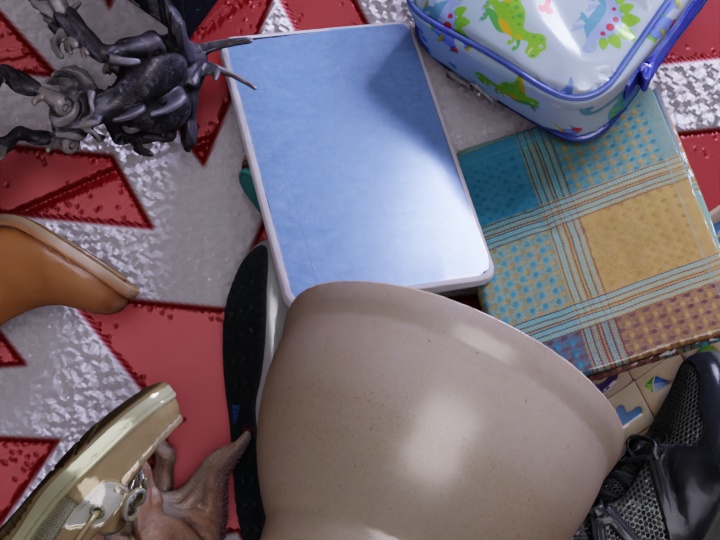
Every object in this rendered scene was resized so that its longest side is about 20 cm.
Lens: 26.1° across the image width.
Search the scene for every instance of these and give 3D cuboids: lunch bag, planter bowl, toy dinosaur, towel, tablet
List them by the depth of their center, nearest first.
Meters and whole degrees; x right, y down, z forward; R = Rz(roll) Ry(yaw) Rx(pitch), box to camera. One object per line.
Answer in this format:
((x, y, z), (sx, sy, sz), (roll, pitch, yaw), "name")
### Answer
((0.025, 0.116, 0.838), (0.200, 0.200, 0.135), (28, 66, -2), "planter bowl")
((0.136, -0.018, 0.930), (0.146, 0.022, 0.200), (-19, 48, 8), "towel")
((-0.135, 0.180, 0.931), (0.200, 0.086, 0.136), (-33, 89, -11), "toy dinosaur")
((-0.005, -0.069, 0.950), (0.130, 0.014, 0.200), (-8, 61, -15), "tablet")
((0.137, -0.189, 0.969), (0.161, 0.082, 0.200), (32, 80, 18), "lunch bag")

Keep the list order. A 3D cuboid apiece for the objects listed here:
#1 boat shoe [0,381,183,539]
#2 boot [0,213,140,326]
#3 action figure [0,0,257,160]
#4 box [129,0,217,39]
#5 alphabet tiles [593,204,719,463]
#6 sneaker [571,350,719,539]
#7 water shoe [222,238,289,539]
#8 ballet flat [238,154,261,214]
((-0.161, 0.148, 0.854), (0.063, 0.073, 0.201), (42, 83, -6), "boat shoe")
((-0.246, 0.037, 0.939), (0.200, 0.074, 0.155), (18, 83, 9), "boot")
((-0.167, -0.113, 0.919), (0.200, 0.119, 0.102), (-21, 54, -19), "action figure")
((-0.148, -0.245, 0.905), (0.182, 0.200, 0.104), (36, 84, -1), "box")
((0.201, 0.062, 0.953), (0.200, 0.006, 0.167), (-33, 113, -6), "alphabet tiles")
((0.156, 0.134, 0.915), (0.114, 0.076, 0.200), (19, 91, -10), "sneaker")
((-0.038, 0.080, 0.965), (0.079, 0.071, 0.200), (0, 88, -29), "water shoe")
((0.000, 0.000, 0.968), (0.063, 0.069, 0.200), (-32, 90, -21), "ballet flat")
